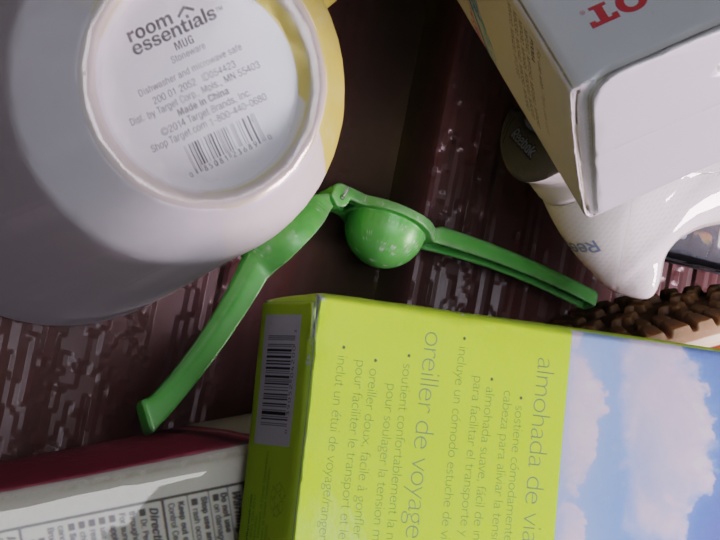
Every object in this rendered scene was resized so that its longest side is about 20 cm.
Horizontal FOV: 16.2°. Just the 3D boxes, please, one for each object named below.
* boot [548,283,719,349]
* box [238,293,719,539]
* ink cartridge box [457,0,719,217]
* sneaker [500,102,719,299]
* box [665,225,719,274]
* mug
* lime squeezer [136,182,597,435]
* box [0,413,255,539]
[{"bbox_3d":[0.093,0.073,0.969,0.199,0.075,0.108,-24,102,-14],"label":"boot"},{"bbox_3d":[0.059,0.079,0.845,0.199,0.048,0.123,8,85,-26],"label":"box"},{"bbox_3d":[0.097,-0.137,0.889,0.145,0.083,0.200,-23,58,-7],"label":"ink cartridge box"},{"bbox_3d":[0.143,-0.068,0.953,0.200,0.074,0.087,-35,117,-14],"label":"sneaker"},{"bbox_3d":[0.204,-0.068,1.029,0.199,0.049,0.162,13,86,-21],"label":"box"},{"bbox_3d":[-0.073,-0.075,0.849,0.149,0.153,0.187,22,80,-21],"label":"mug"},{"bbox_3d":[0.000,0.000,0.934,0.199,0.038,0.071,-14,68,-31],"label":"lime squeezer"},{"bbox_3d":[-0.096,0.127,0.858,0.199,0.109,0.129,-9,92,-24],"label":"box"}]
